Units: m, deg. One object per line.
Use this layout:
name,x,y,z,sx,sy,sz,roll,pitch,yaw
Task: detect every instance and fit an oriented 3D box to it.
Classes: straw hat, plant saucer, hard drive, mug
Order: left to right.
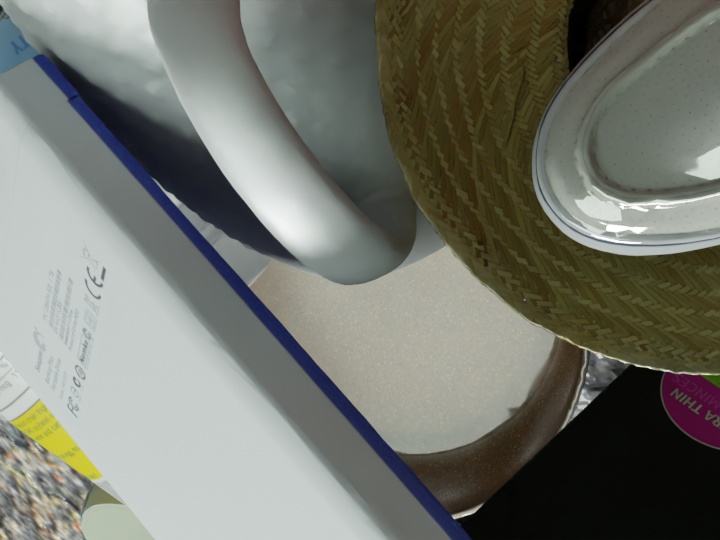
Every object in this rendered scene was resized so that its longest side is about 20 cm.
hard drive,-0.051,0.045,0.692,0.200,0.025,0.132,48,149,17
mug,-0.024,-0.075,0.694,0.147,0.200,0.175,-28,121,14
plant saucer,0.000,0.000,0.852,0.200,0.032,0.201,12,117,25
straw hat,0.110,-0.066,0.647,0.201,0.201,0.085,34,-171,11

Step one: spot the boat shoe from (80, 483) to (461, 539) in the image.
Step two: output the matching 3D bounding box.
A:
boat shoe,-0.026,0.111,1.033,0.200,0.072,0.070,9,136,11

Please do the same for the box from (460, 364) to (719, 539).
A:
box,0.124,0.121,0.747,0.148,0.200,0.124,35,150,28

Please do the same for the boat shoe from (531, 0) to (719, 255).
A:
boat shoe,0.130,-0.061,0.560,0.200,0.070,0.071,-23,85,15

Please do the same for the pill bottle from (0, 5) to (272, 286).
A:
pill bottle,-0.119,-0.065,0.799,0.200,0.109,0.109,51,147,-14

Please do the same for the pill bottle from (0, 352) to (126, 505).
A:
pill bottle,-0.122,0.013,0.948,0.200,0.114,0.114,38,150,-14
